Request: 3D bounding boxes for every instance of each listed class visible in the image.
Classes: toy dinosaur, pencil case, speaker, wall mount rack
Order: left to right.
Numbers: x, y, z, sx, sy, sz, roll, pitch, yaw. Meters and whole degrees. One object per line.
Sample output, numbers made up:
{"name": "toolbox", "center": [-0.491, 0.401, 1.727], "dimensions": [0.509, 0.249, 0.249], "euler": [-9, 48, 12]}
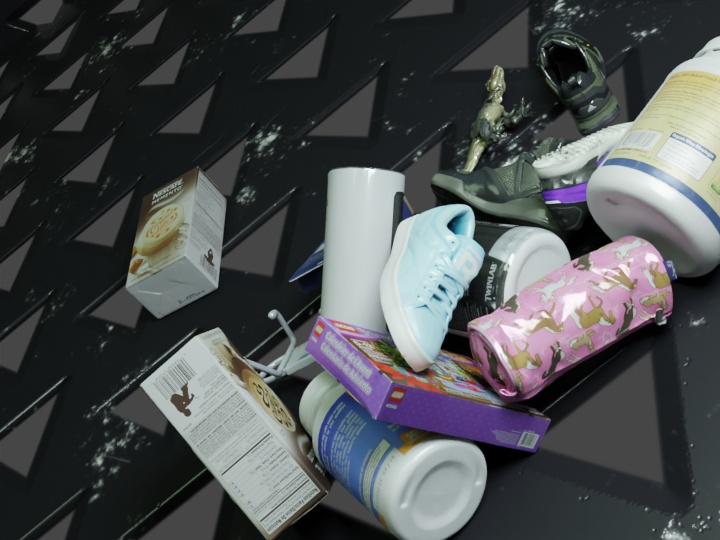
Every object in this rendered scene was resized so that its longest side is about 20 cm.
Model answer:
{"name": "wall mount rack", "center": [-0.059, 0.069, 1.143], "dimensions": [0.199, 0.075, 0.174], "euler": [-29, 12, 16]}
{"name": "speaker", "center": [0.000, 0.000, 1.019], "dimensions": [0.081, 0.081, 0.202], "euler": [1, 86, 42]}
{"name": "toy dinosaur", "center": [0.163, -0.178, 1.253], "dimensions": [0.088, 0.047, 0.201], "euler": [-12, 44, 54]}
{"name": "pencil case", "center": [0.194, 0.045, 0.921], "dimensions": [0.199, 0.083, 0.086], "euler": [-27, 27, -14]}

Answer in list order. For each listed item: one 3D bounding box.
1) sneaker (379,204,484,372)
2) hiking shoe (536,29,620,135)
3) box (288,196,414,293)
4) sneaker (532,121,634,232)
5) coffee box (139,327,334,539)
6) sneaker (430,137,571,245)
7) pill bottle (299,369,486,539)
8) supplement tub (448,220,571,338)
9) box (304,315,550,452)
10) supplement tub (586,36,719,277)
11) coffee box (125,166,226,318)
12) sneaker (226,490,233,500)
{"name": "sneaker", "center": [0.071, 0.003, 0.915], "dimensions": [0.082, 0.074, 0.201], "euler": [-27, 34, 27]}
{"name": "hiking shoe", "center": [0.252, -0.253, 1.201], "dimensions": [0.075, 0.101, 0.201], "euler": [-30, 38, 13]}
{"name": "box", "center": [-0.008, -0.029, 1.193], "dimensions": [0.121, 0.033, 0.200], "euler": [-27, 9, 18]}
{"name": "sneaker", "center": [0.268, -0.096, 1.052], "dimensions": [0.199, 0.100, 0.069], "euler": [-23, 12, -26]}
{"name": "coffee box", "center": [-0.118, 0.161, 1.013], "dimensions": [0.080, 0.200, 0.113], "euler": [-41, -1, 3]}
{"name": "sneaker", "center": [0.175, -0.097, 1.137], "dimensions": [0.199, 0.076, 0.114], "euler": [17, 63, 46]}
{"name": "pill bottle", "center": [0.022, 0.169, 0.972], "dimensions": [0.112, 0.112, 0.200], "euler": [-47, 37, -8]}
{"name": "supplement tub", "center": [0.111, 0.008, 1.046], "dimensions": [0.199, 0.123, 0.123], "euler": [12, 61, 47]}
{"name": "box", "center": [0.062, 0.106, 0.930], "dimensions": [0.137, 0.199, 0.039], "euler": [36, 105, 53]}
{"name": "supplement tub", "center": [0.325, -0.110, 0.953], "dimensions": [0.200, 0.145, 0.144], "euler": [-51, 37, -12]}
{"name": "coffee box", "center": [-0.269, -0.043, 1.476], "dimensions": [0.114, 0.080, 0.201], "euler": [-26, 39, 20]}
{"name": "sneaker", "center": [-0.148, 0.201, 1.144], "dimensions": [0.087, 0.075, 0.201], "euler": [-50, 33, 22]}
